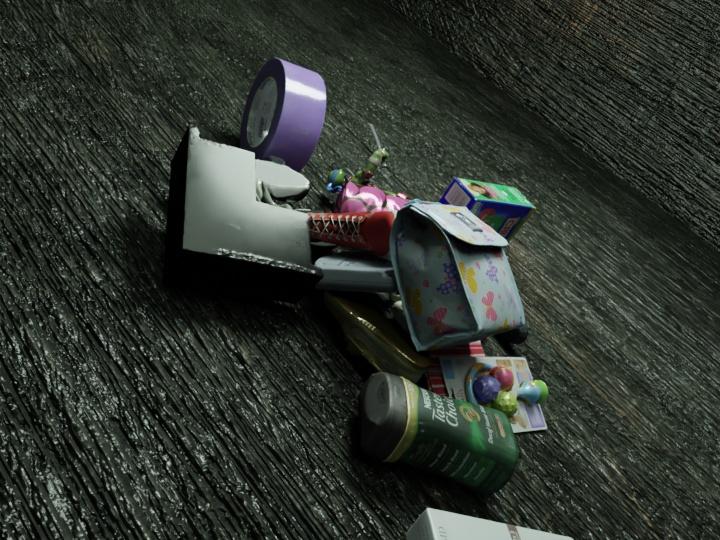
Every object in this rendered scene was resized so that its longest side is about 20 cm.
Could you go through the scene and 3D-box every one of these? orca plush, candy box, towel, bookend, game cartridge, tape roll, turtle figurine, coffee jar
[{"bbox_3d":[-0.187,-0.141,1.137,0.198,0.071,0.106,3,45,-11],"label":"orca plush"},{"bbox_3d":[0.222,-0.088,1.323,0.199,0.170,0.077,-1,45,-44],"label":"candy box"},{"bbox_3d":[0.131,0.116,0.996,0.144,0.022,0.202,4,63,-41],"label":"towel"},{"bbox_3d":[-0.164,-0.075,0.942,0.197,0.092,0.202,11,58,-29],"label":"bookend"},{"bbox_3d":[0.000,0.000,1.024,0.132,0.041,0.200,7,9,9],"label":"game cartridge"},{"bbox_3d":[-0.148,-0.283,1.248,0.084,0.201,0.201,11,34,-32],"label":"tape roll"},{"bbox_3d":[0.045,-0.171,1.315,0.193,0.144,0.200,33,32,0],"label":"turtle figurine"},{"bbox_3d":[0.091,0.200,0.834,0.198,0.086,0.105,21,30,-17],"label":"coffee jar"}]

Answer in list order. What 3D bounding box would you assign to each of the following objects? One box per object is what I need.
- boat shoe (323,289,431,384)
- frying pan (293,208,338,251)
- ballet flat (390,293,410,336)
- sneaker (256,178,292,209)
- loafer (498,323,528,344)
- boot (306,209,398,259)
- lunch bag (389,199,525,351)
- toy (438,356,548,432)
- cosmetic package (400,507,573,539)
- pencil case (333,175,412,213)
[{"bbox_3d":[0.010,0.094,0.942,0.074,0.067,0.200,0,32,-47],"label":"boat shoe"},{"bbox_3d":[-0.114,-0.072,1.124,0.188,0.031,0.115,6,34,-21],"label":"frying pan"},{"bbox_3d":[0.080,0.056,1.088,0.063,0.068,0.201,0,36,4],"label":"ballet flat"},{"bbox_3d":[-0.191,-0.110,1.039,0.199,0.100,0.078,24,29,-12],"label":"sneaker"},{"bbox_3d":[0.263,0.059,1.233,0.070,0.069,0.201,6,32,-22],"label":"loafer"},{"bbox_3d":[-0.019,-0.062,1.023,0.143,0.073,0.200,9,-2,-18],"label":"boot"},{"bbox_3d":[0.134,-0.002,0.939,0.169,0.126,0.202,2,69,-54],"label":"lunch bag"},{"bbox_3d":[0.209,0.177,0.982,0.199,0.047,0.116,8,60,-41],"label":"toy"},{"bbox_3d":[0.146,0.327,0.703,0.198,0.074,0.102,19,30,-22],"label":"cosmetic package"},{"bbox_3d":[0.052,-0.101,1.211,0.198,0.091,0.094,17,43,-6],"label":"pencil case"}]
